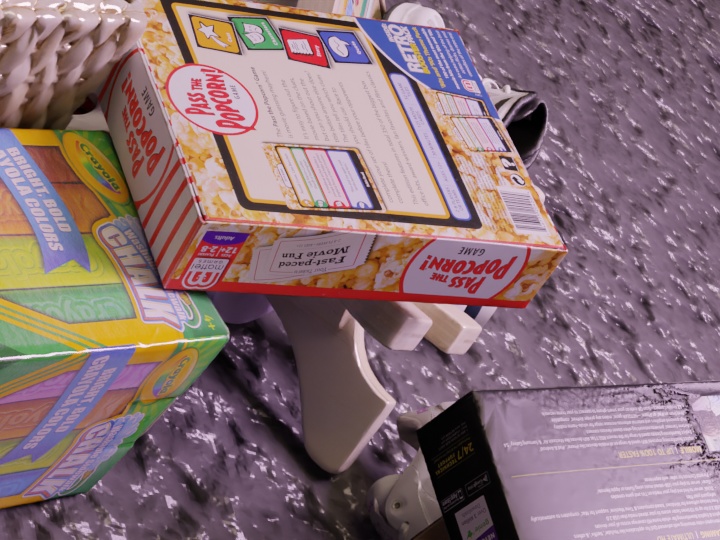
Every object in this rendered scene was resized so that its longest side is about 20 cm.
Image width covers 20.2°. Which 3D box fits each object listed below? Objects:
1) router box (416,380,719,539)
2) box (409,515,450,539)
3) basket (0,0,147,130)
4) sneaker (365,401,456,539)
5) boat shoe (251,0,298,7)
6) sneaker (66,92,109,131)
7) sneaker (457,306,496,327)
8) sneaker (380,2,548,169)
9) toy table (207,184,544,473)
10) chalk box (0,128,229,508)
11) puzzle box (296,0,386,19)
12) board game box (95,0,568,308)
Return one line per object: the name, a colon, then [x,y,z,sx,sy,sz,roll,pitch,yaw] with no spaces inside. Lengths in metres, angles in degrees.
router box: [0.135,0.130,0.969,0.199,0.051,0.150,1,62,-38]
box: [0.074,0.212,0.942,0.163,0.021,0.201,-32,82,-33]
basket: [-0.232,-0.112,0.886,0.198,0.200,0.161,-7,58,-54]
sneaker: [0.051,0.155,1.042,0.099,0.075,0.201,0,52,5]
boat shoe: [-0.049,-0.142,1.302,0.071,0.061,0.202,2,29,6]
sneaker: [-0.114,-0.062,1.051,0.199,0.070,0.094,-10,71,-56]
sneaker: [0.041,-0.043,1.279,0.080,0.077,0.201,21,34,-19]
sneaker: [0.062,-0.100,1.252,0.114,0.076,0.201,1,36,11]
toy table: [0.000,0.000,1.070,0.117,0.184,0.200,38,19,13]
chalk box: [-0.151,0.021,0.887,0.199,0.124,0.125,-6,55,-54]
puzzle box: [-0.013,-0.127,1.238,0.201,0.025,0.134,-79,163,-45]
board game box: [-0.017,-0.058,0.948,0.199,0.046,0.152,4,47,-33]
